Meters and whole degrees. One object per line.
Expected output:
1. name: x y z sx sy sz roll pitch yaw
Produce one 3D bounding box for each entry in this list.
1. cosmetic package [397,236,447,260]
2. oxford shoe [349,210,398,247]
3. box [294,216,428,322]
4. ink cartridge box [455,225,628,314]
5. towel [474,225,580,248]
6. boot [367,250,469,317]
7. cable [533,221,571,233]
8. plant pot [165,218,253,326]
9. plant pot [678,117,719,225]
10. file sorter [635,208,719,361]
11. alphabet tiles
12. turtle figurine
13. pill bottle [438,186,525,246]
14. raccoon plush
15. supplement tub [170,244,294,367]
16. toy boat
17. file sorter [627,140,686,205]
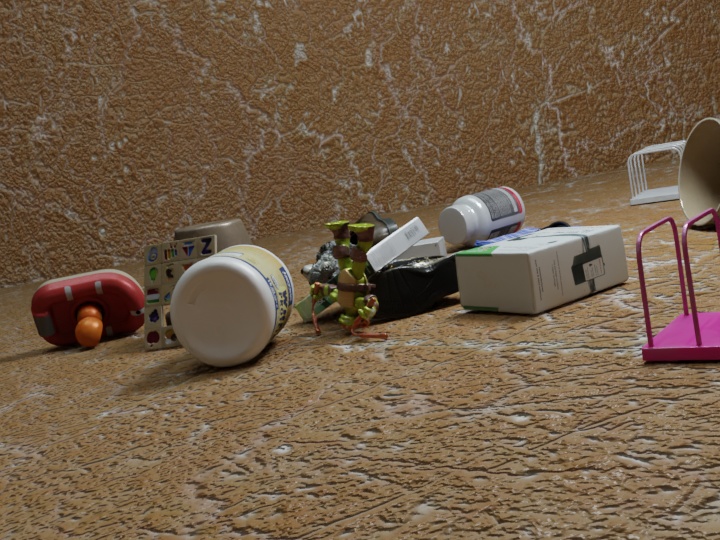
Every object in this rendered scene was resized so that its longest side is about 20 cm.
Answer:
1. cosmetic package: 0.068 -0.023 1.848 0.197 0.052 0.082 -9 5 15
2. oxford shoe: 0.008 -0.074 1.840 0.083 0.074 0.200 -15 7 -14
3. box: 0.000 0.000 1.435 0.144 0.037 0.200 -35 -2 -44
4. ink cartridge box: 0.253 -0.004 1.296 0.198 0.084 0.146 -15 9 -36
5. towel: 0.345 -0.070 1.930 0.144 0.024 0.198 -2 11 46
6. boot: 0.069 0.021 1.423 0.198 0.074 0.150 -21 6 -19
7. cable: 0.265 -0.041 1.571 0.161 0.051 0.200 -25 0 -12
8. plant pot: -0.234 0.009 1.541 0.197 0.178 0.200 -9 6 1
9. plant pot: 0.702 -0.169 1.661 0.196 0.191 0.187 3 6 -7
10. file sorter: 0.375 0.005 0.876 0.198 0.128 0.138 -5 9 36
11. alphabet tiles: -0.252 0.031 1.451 0.197 0.170 0.008 -8 -13 20
12. turtle figurine: -0.008 0.017 1.292 0.064 0.164 0.199 -3 10 -30
13. pill bottle: 0.263 -0.114 2.036 0.110 0.113 0.198 -3 10 46
14. raccoon plush: -0.007 -0.002 1.662 0.197 0.098 0.134 -10 15 -1
15. supplement tub: -0.170 0.042 1.296 0.142 0.147 0.200 -9 7 8
16. toy boat: -0.473 0.083 1.634 0.197 0.132 0.131 -12 38 -11
17. file sorter: 0.744 -0.243 2.295 0.137 0.127 0.199 -7 8 28
